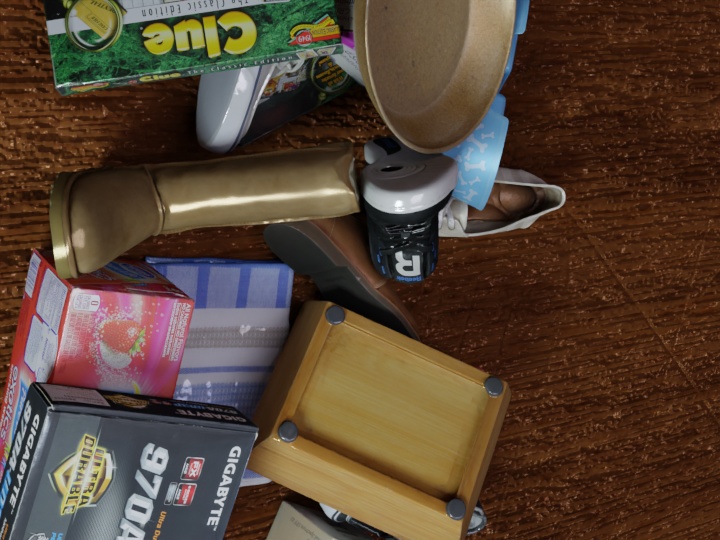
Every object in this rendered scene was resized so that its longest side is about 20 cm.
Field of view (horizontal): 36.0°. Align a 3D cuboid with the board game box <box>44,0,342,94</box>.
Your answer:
[{"bbox_3d":[-0.118,-0.189,0.774,0.199,0.023,0.105,-10,86,-4],"label":"board game box"}]

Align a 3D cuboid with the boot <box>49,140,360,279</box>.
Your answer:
[{"bbox_3d":[-0.101,-0.051,0.767,0.199,0.175,0.066,-5,110,1],"label":"boot"}]

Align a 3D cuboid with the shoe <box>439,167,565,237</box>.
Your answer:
[{"bbox_3d":[0.101,-0.067,1.009,0.199,0.053,0.070,-5,104,-33],"label":"shoe"}]

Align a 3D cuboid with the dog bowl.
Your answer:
[{"bbox_3d":[0.100,-0.154,0.947,0.049,0.111,0.201,11,81,-2],"label":"dog bowl"}]

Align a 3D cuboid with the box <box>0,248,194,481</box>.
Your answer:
[{"bbox_3d":[-0.201,0.095,0.810,0.095,0.100,0.201,8,102,-34],"label":"box"}]

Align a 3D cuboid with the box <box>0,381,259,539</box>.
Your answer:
[{"bbox_3d":[-0.175,0.184,0.767,0.158,0.046,0.201,13,100,-36],"label":"box"}]

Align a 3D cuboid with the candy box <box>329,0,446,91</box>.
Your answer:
[{"bbox_3d":[0.038,-0.246,0.870,0.136,0.061,0.201,30,76,-55],"label":"candy box"}]

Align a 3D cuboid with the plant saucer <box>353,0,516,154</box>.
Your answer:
[{"bbox_3d":[0.051,-0.188,0.821,0.200,0.035,0.201,-22,118,-49],"label":"plant saucer"}]

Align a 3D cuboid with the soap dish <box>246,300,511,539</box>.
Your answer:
[{"bbox_3d":[0.018,0.124,0.911,0.199,0.081,0.158,25,63,-2],"label":"soap dish"}]

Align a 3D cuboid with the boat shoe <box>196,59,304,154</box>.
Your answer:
[{"bbox_3d":[-0.067,-0.180,0.840,0.070,0.071,0.201,17,85,-32],"label":"boat shoe"}]

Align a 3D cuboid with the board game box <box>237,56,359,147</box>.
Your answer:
[{"bbox_3d":[-0.037,-0.191,0.908,0.200,0.023,0.105,-31,114,-23],"label":"board game box"}]

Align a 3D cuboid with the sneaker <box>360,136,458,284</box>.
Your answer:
[{"bbox_3d":[0.040,-0.035,0.862,0.073,0.200,0.112,-5,107,2],"label":"sneaker"}]

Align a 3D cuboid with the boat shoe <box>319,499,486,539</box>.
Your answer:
[{"bbox_3d":[0.046,0.219,1.001,0.074,0.068,0.199,-42,148,20],"label":"boat shoe"}]

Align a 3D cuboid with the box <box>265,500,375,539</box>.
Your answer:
[{"bbox_3d":[-0.057,0.317,0.971,0.078,0.095,0.201,25,86,-35],"label":"box"}]

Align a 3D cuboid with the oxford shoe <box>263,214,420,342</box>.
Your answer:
[{"bbox_3d":[0.000,0.000,0.953,0.200,0.071,0.071,52,49,-36],"label":"oxford shoe"}]

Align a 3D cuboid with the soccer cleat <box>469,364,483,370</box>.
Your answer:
[{"bbox_3d":[0.026,0.137,0.997,0.199,0.067,0.077,-17,99,-25],"label":"soccer cleat"}]

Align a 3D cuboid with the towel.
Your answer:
[{"bbox_3d":[-0.124,0.089,0.916,0.146,0.024,0.201,1,100,-35],"label":"towel"}]
